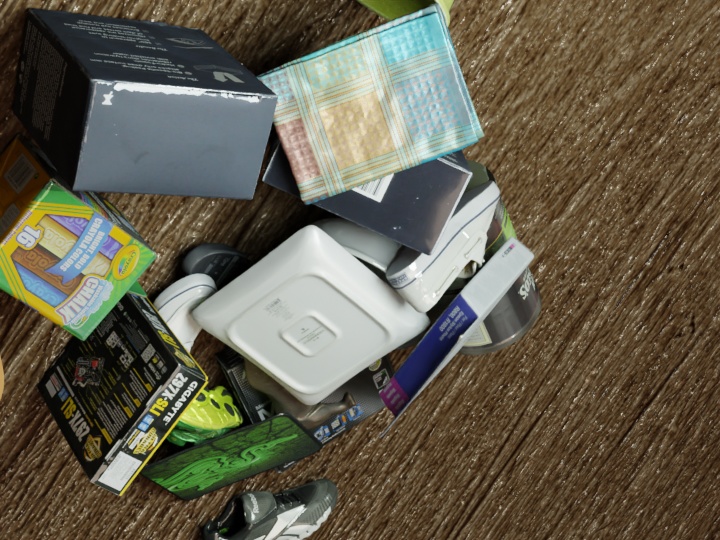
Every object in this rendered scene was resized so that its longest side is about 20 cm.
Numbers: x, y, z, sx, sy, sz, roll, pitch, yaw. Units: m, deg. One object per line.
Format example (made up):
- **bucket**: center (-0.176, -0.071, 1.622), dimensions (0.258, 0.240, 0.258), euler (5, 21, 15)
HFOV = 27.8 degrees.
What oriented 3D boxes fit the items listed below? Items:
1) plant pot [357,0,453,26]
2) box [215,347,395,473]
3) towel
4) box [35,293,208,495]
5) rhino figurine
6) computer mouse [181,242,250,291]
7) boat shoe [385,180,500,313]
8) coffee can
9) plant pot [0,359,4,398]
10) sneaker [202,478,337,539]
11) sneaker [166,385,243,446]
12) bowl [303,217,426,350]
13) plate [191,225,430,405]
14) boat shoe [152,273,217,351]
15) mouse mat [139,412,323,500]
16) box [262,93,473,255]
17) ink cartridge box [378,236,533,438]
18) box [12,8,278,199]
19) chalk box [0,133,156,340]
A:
- **plant pot**: center (0.058, -0.381, 1.522), dimensions (0.185, 0.200, 0.200), euler (-55, 132, -8)
- **box**: center (-0.061, 0.132, 1.833), dimensions (0.200, 0.048, 0.194), euler (-31, 131, -14)
- **towel**: center (0.011, -0.165, 1.466), dimensions (0.199, 0.022, 0.147), euler (-21, 102, 2)
- **box**: center (-0.265, 0.123, 1.594), dimensions (0.049, 0.200, 0.160), euler (31, 97, -39)
- **rhino figurine**: center (-0.091, 0.117, 1.738), dimensions (0.087, 0.060, 0.200), euler (-35, 126, 2)
- **computer mouse**: center (-0.134, 0.005, 1.723), dimensions (0.200, 0.034, 0.059), euler (22, 114, -46)
- **boat shoe**: center (0.106, -0.025, 1.629), dimensions (0.070, 0.071, 0.200), euler (55, 47, -14)
- **coffee can**: center (0.127, -0.015, 1.797), dimensions (0.146, 0.146, 0.200), euler (-35, 130, -10)
- **plant pot**: center (-0.452, 0.092, 1.476), dimensions (0.200, 0.200, 0.140), euler (-32, 147, -12)
- **sneaker**: center (-0.120, 0.319, 1.894), dimensions (0.199, 0.066, 0.091), euler (-28, 131, -13)
- **sneaker**: center (-0.199, 0.176, 1.711), dimensions (0.083, 0.074, 0.200), euler (-36, 163, 5)
- **bowl**: center (0.000, 0.000, 1.700), dimensions (0.201, 0.200, 0.091), euler (56, 49, -41)
- **plate**: center (-0.057, 0.062, 1.629), dimensions (0.199, 0.032, 0.200), euler (-35, 121, 27)
- **boat shoe**: center (-0.224, 0.094, 1.674), dimensions (0.073, 0.065, 0.200), euler (21, 115, -41)
- **mouse mat**: center (-0.155, 0.230, 1.776), dimensions (0.199, 0.008, 0.161), euler (-21, 154, 8)
- **box**: center (0.006, -0.121, 1.583), dimensions (0.199, 0.182, 0.104), euler (24, 106, -7)
- **ink cartridge box**: center (0.098, 0.074, 1.654), dimensions (0.200, 0.043, 0.197), euler (-41, 169, -50)
- **box**: center (-0.219, -0.166, 1.448), dimensions (0.196, 0.200, 0.118), euler (1, 117, -32)
- **chalk box**: center (-0.309, -0.023, 1.527), dimensions (0.124, 0.125, 0.200), euler (-48, 130, 1)
